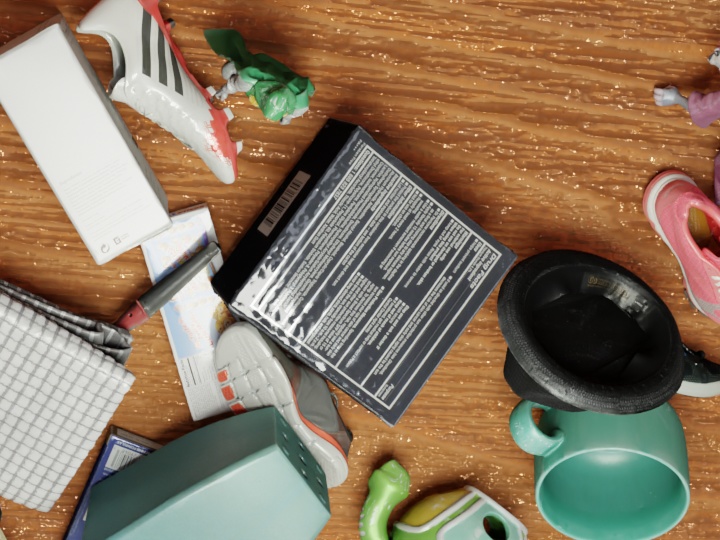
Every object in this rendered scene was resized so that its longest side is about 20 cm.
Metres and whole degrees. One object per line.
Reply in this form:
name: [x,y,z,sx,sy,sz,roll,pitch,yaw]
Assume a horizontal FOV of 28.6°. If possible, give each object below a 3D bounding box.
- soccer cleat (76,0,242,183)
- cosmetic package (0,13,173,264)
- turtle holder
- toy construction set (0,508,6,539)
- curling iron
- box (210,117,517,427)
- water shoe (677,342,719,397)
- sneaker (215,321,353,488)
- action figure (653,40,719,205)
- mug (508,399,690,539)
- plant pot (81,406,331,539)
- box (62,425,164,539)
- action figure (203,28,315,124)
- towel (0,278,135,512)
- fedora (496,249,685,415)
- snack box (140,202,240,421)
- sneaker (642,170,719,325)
soccer cleat: [-0.179,-0.158,1.273,0.085,0.069,0.201,-33,104,-17]
cosmetic package: [-0.249,-0.119,1.254,0.081,0.113,0.201,-28,110,-2]
turtle holder: [0.084,0.280,1.419,0.185,0.141,0.132,34,80,23]
toy construction set: [-0.381,0.272,1.334,0.130,0.092,0.201,-26,110,23]
curling iron: [-0.213,0.031,1.323,0.199,0.026,0.050,-31,108,13]
box: [0.000,0.000,1.314,0.198,0.123,0.201,38,89,-17]
water shoe: [0.291,0.072,1.420,0.198,0.072,0.080,14,100,-14]
sneaker: [-0.071,0.118,1.369,0.076,0.082,0.201,-13,122,30]
action figure: [0.372,-0.134,1.348,0.133,0.149,0.201,-24,121,3]
mug: [0.242,0.170,1.395,0.150,0.115,0.186,-12,130,19]
plant pot: [-0.132,0.230,1.305,0.199,0.141,0.142,-33,108,6]
box: [-0.229,0.265,1.398,0.120,0.032,0.202,23,99,-15]
action figure: [-0.083,-0.160,1.225,0.117,0.200,0.055,22,101,-14]
towel: [-0.315,0.109,1.301,0.164,0.086,0.201,28,115,-14]
fedora: [0.202,0.075,1.320,0.199,0.202,0.092,17,137,-14]
snack box: [-0.154,0.041,1.357,0.071,0.024,0.202,-16,107,-5]
sneaker: [0.351,-0.005,1.402,0.074,0.087,0.201,-38,108,3]
